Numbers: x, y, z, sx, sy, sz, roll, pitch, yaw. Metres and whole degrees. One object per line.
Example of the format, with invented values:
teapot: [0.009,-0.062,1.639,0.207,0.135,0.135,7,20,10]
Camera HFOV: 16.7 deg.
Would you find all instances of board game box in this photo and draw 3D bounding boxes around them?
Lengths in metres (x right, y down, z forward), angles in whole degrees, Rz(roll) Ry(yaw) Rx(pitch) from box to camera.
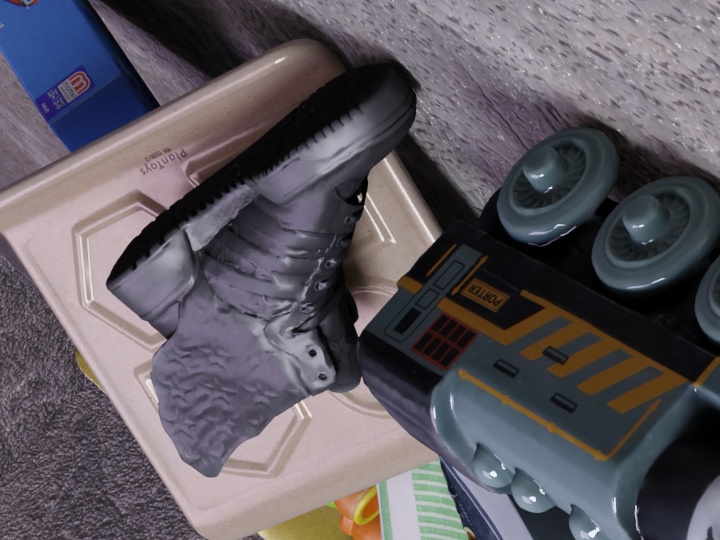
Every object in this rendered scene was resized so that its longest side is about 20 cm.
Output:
board game box: [-0.144,-0.107,1.200,0.200,0.045,0.152,54,180,34]

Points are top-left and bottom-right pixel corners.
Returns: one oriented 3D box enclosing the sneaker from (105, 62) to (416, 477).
sneaker: [-0.026,0.004,0.999,0.104,0.199,0.060,46,-146,-15]

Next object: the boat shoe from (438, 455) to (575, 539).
boat shoe: [0.063,0.089,0.878,0.201,0.070,0.091,-117,21,-49]

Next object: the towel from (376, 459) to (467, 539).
towel: [0.076,0.152,1.057,0.200,0.023,0.154,3,100,54]

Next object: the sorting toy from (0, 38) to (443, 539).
sorting toy: [-0.040,0.012,1.062,0.200,0.184,0.037,56,-151,-18]

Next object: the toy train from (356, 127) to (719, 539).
toy train: [0.085,0.031,0.773,0.085,0.114,0.200,48,170,-36]

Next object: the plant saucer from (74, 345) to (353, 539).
plant saucer: [-0.041,0.057,1.412,0.200,0.048,0.200,43,-147,-3]

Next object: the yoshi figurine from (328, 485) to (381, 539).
yoshi figurine: [-0.037,0.049,1.235,0.200,0.113,0.112,36,-156,27]
